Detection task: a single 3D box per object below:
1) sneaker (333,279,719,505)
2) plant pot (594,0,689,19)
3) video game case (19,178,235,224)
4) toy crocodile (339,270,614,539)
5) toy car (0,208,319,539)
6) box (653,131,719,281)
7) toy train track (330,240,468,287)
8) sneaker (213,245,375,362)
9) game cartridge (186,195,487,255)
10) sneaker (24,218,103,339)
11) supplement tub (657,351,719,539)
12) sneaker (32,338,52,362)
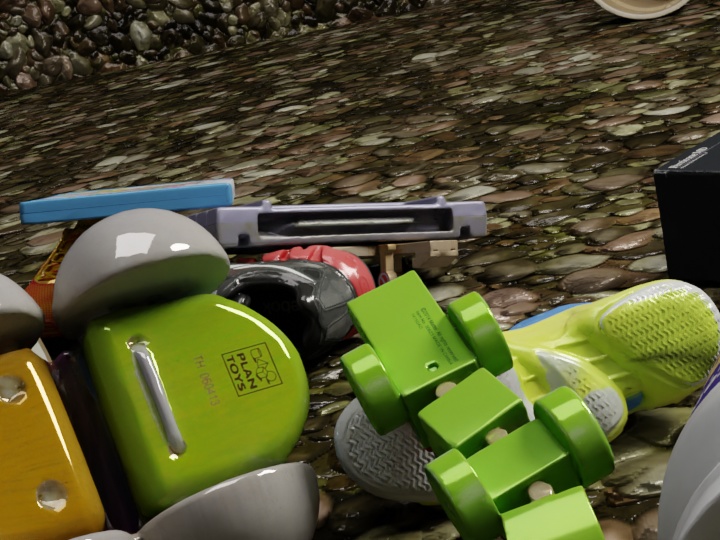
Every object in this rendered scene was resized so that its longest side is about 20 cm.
[{"bbox_3d":[0.078,0.062,0.701,0.199,0.076,0.105,-16,-2,-11],"label":"sneaker"},{"bbox_3d":[0.433,-0.471,2.088,0.200,0.201,0.183,-6,6,22],"label":"plant pot"},{"bbox_3d":[-0.164,-0.053,1.044,0.142,0.018,0.200,-5,5,-4],"label":"video game case"},{"bbox_3d":[0.047,0.066,0.584,0.067,0.062,0.200,-29,39,-9],"label":"toy crocodile"},{"bbox_3d":[-0.123,0.083,0.641,0.199,0.176,0.150,-18,-20,-20],"label":"toy car"},{"bbox_3d":[0.301,-0.058,0.907,0.141,0.079,0.200,7,24,42],"label":"box"},{"bbox_3d":[0.000,0.000,1.005,0.114,0.033,0.200,-3,0,-33],"label":"toy train track"},{"bbox_3d":[-0.094,0.030,0.906,0.200,0.071,0.098,-6,15,18],"label":"sneaker"},{"bbox_3d":[-0.029,-0.031,0.993,0.199,0.039,0.130,-3,3,-26],"label":"game cartridge"},{"bbox_3d":[-0.223,0.002,1.094,0.073,0.077,0.200,-4,19,21],"label":"sneaker"},{"bbox_3d":[0.174,0.066,0.440,0.145,0.146,0.200,-4,17,26],"label":"supplement tub"},{"bbox_3d":[-0.219,0.084,0.814,0.090,0.067,0.200,-12,18,-19],"label":"sneaker"}]
